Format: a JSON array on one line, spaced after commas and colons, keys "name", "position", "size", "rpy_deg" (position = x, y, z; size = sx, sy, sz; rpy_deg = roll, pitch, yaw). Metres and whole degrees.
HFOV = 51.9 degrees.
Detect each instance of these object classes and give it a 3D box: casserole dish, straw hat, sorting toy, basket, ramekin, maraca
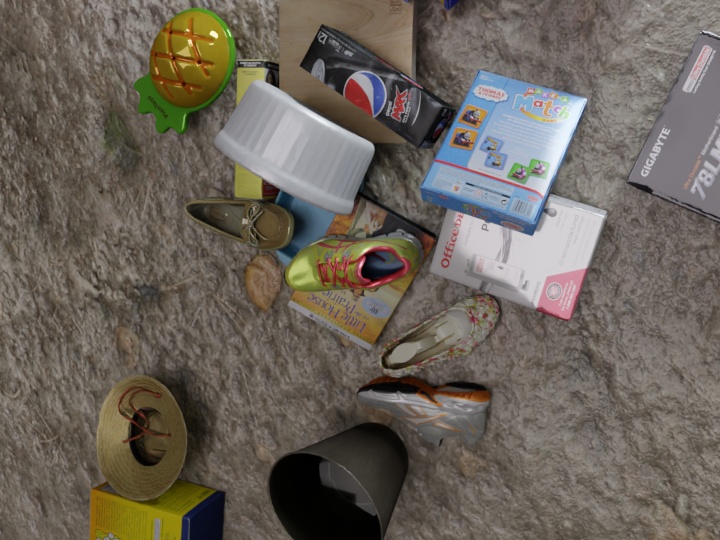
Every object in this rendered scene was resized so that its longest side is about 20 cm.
[{"name": "casserole dish", "position": [-0.064, -0.095, 1.112], "size": [0.121, 0.039, 0.201], "rpy_deg": [29, 106, 16]}, {"name": "straw hat", "position": [-0.345, 0.278, 1.249], "size": [0.200, 0.085, 0.203], "rpy_deg": [-3, 82, 22]}, {"name": "sorting toy", "position": [-0.012, -0.281, 1.049], "size": [0.199, 0.070, 0.200], "rpy_deg": [4, 99, 21]}, {"name": "basket", "position": [-0.014, 0.301, 1.058], "size": [0.180, 0.200, 0.136], "rpy_deg": [40, 109, 11]}, {"name": "ramekin", "position": [-0.078, -0.161, 0.953], "size": [0.200, 0.200, 0.098], "rpy_deg": [33, 102, 14]}, {"name": "maraca", "position": [-0.269, -0.302, 1.128], "size": [0.137, 0.107, 0.200], "rpy_deg": [46, 111, 9]}]

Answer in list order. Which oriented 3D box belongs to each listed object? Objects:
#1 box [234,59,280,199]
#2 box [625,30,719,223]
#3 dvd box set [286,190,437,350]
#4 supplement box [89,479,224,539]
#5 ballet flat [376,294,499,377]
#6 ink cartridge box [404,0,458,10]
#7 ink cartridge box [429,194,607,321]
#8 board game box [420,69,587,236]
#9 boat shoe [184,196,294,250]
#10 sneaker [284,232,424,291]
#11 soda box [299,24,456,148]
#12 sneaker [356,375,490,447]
[{"name": "box", "position": [-0.150, -0.209, 1.112], "size": [0.050, 0.075, 0.201], "rpy_deg": [7, 99, 20]}, {"name": "box", "position": [0.458, -0.157, 0.893], "size": [0.198, 0.050, 0.201], "rpy_deg": [28, 106, 15]}, {"name": "dvd box set", "position": [0.000, 0.000, 1.081], "size": [0.146, 0.029, 0.201], "rpy_deg": [30, 107, -4]}, {"name": "supplement box", "position": [-0.345, 0.423, 1.255], "size": [0.199, 0.109, 0.110], "rpy_deg": [9, 100, 21]}, {"name": "ballet flat", "position": [0.107, 0.100, 1.054], "size": [0.200, 0.064, 0.076], "rpy_deg": [-34, 74, 21]}, {"name": "ink cartridge box", "position": [0.114, -0.435, 0.942], "size": [0.200, 0.076, 0.137], "rpy_deg": [-43, 80, -1]}, {"name": "ink cartridge box", "position": [0.208, -0.036, 0.987], "size": [0.199, 0.083, 0.147], "rpy_deg": [19, 104, 18]}, {"name": "board game box", "position": [0.185, -0.156, 0.949], "size": [0.151, 0.037, 0.201], "rpy_deg": [20, 69, 18]}, {"name": "boat shoe", "position": [-0.183, -0.076, 1.119], "size": [0.200, 0.063, 0.074], "rpy_deg": [20, 103, 38]}, {"name": "sneaker", "position": [-0.014, -0.007, 1.017], "size": [0.199, 0.090, 0.079], "rpy_deg": [-13, 106, 11]}, {"name": "soda box", "position": [0.023, -0.239, 0.965], "size": [0.200, 0.071, 0.064], "rpy_deg": [37, 110, 13]}, {"name": "sneaker", "position": [0.087, 0.210, 1.077], "size": [0.199, 0.076, 0.093], "rpy_deg": [4, 103, 22]}]
